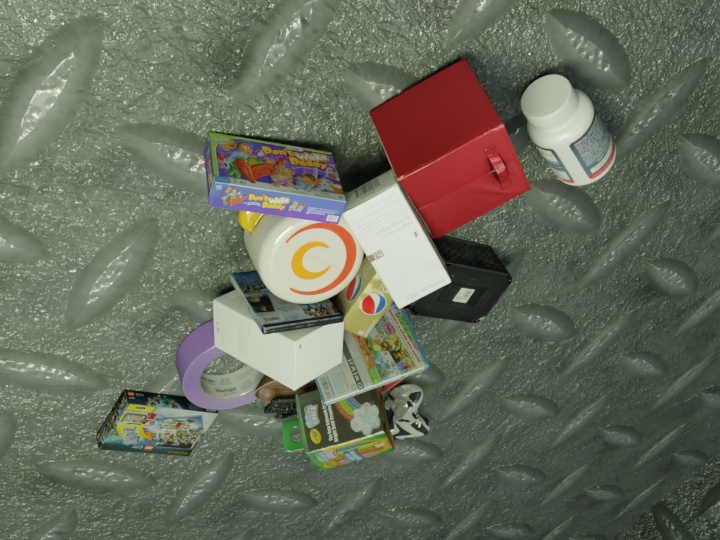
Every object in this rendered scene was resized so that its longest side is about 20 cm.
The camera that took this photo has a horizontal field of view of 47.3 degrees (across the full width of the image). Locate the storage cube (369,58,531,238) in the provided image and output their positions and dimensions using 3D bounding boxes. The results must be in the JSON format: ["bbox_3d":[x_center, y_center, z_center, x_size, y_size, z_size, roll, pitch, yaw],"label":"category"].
[{"bbox_3d":[0.144,-0.195,1.330,0.179,0.200,0.171,-28,140,9],"label":"storage cube"}]

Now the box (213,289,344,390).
[{"bbox_3d":[-0.143,0.105,1.426,0.124,0.200,0.098,-26,128,-44],"label":"box"}]

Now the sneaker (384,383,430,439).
[{"bbox_3d":[0.122,0.333,1.922,0.129,0.080,0.199,5,129,-34],"label":"sneaker"}]

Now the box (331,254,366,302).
[{"bbox_3d":[0.000,0.000,1.513,0.200,0.096,0.100,-40,138,12],"label":"box"}]

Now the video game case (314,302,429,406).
[{"bbox_3d":[0.005,0.147,1.484,0.199,0.143,0.018,-19,150,-9],"label":"video game case"}]

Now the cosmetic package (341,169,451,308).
[{"bbox_3d":[0.056,-0.048,1.306,0.101,0.074,0.200,-28,117,10],"label":"cosmetic package"}]

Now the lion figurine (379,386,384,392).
[{"bbox_3d":[0.005,0.190,1.664,0.122,0.073,0.200,3,139,-12],"label":"lion figurine"}]

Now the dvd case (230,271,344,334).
[{"bbox_3d":[-0.129,0.046,1.415,0.142,0.200,0.018,-7,117,-22],"label":"dvd case"}]

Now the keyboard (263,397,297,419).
[{"bbox_3d":[-0.100,0.280,1.677,0.199,0.021,0.127,2,156,-25],"label":"keyboard"}]

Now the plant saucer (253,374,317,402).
[{"bbox_3d":[-0.105,0.209,1.572,0.200,0.035,0.200,-9,157,-4],"label":"plant saucer"}]

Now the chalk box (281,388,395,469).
[{"bbox_3d":[-0.050,0.299,1.584,0.199,0.125,0.124,-15,151,5],"label":"chalk box"}]

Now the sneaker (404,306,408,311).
[{"bbox_3d":[0.061,0.094,1.646,0.085,0.077,0.200,-22,139,7],"label":"sneaker"}]

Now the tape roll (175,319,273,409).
[{"bbox_3d":[-0.249,0.178,1.578,0.200,0.066,0.200,-16,136,-15],"label":"tape roll"}]

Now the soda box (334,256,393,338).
[{"bbox_3d":[0.032,0.016,1.421,0.064,0.068,0.200,24,114,-27],"label":"soda box"}]

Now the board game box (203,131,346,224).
[{"bbox_3d":[-0.132,-0.140,1.250,0.199,0.135,0.045,6,129,-21],"label":"board game box"}]

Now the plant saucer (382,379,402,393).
[{"bbox_3d":[-0.009,0.219,1.771,0.199,0.037,0.200,-36,139,8],"label":"plant saucer"}]

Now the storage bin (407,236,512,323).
[{"bbox_3d":[0.183,0.019,1.634,0.200,0.094,0.135,10,125,-34],"label":"storage bin"}]

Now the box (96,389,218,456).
[{"bbox_3d":[-0.404,0.307,1.641,0.200,0.038,0.137,15,122,-38],"label":"box"}]

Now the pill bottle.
[{"bbox_3d":[0.363,-0.248,1.447,0.120,0.120,0.200,-38,138,11],"label":"pill bottle"}]

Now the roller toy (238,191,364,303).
[{"bbox_3d":[-0.099,-0.050,1.378,0.199,0.140,0.183,-12,125,-18],"label":"roller toy"}]
